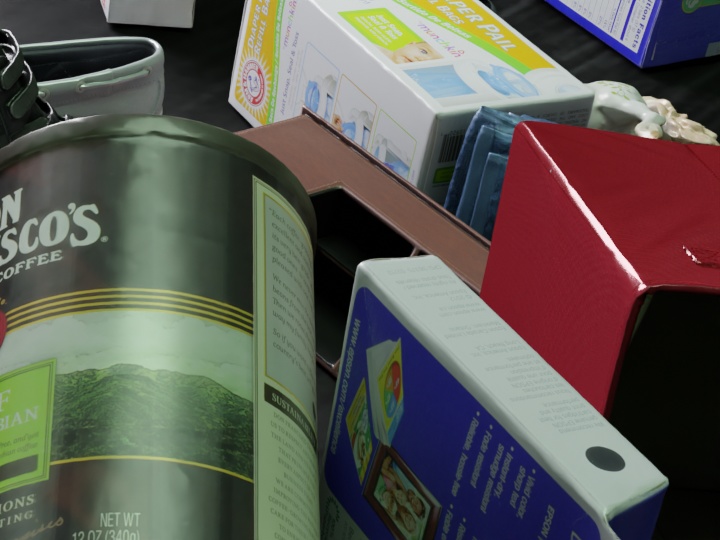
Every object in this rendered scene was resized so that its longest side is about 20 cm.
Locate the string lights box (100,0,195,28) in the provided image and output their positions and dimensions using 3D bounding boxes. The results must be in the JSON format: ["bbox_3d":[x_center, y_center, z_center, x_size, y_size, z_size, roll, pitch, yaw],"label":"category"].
[{"bbox_3d":[-0.146,-0.249,1.424,0.059,0.103,0.200,3,32,-18],"label":"string lights box"}]

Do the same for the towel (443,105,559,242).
[{"bbox_3d":[0.137,-0.003,1.117,0.200,0.112,0.049,21,24,13],"label":"towel"}]

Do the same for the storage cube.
[{"bbox_3d":[0.151,0.053,0.957,0.171,0.200,0.180,3,25,-15],"label":"storage cube"}]

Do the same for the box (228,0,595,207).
[{"bbox_3d":[0.024,-0.099,1.242,0.112,0.102,0.200,-10,37,-33],"label":"box"}]

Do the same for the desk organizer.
[{"bbox_3d":[0.000,0.000,1.102,0.077,0.072,0.200,-18,42,-38],"label":"desk organizer"}]

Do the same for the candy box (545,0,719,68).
[{"bbox_3d":[0.202,-0.229,1.552,0.169,0.077,0.200,-13,40,-37],"label":"candy box"}]

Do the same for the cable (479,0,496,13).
[{"bbox_3d":[0.012,-0.197,1.399,0.163,0.051,0.200,31,2,6],"label":"cable"}]

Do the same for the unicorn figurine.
[{"bbox_3d":[0.113,-0.098,1.319,0.200,0.074,0.137,18,27,-28],"label":"unicorn figurine"}]

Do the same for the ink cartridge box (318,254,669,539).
[{"bbox_3d":[0.048,0.128,0.784,0.043,0.199,0.200,-10,38,-29],"label":"ink cartridge box"}]

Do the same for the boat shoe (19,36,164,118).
[{"bbox_3d":[-0.200,-0.099,1.189,0.200,0.069,0.072,0,33,-22],"label":"boat shoe"}]

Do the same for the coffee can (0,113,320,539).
[{"bbox_3d":[-0.086,0.063,0.828,0.146,0.146,0.200,6,52,-12],"label":"coffee can"}]

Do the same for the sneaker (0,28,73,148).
[{"bbox_3d":[-0.163,-0.072,1.128,0.200,0.099,0.071,2,30,-21],"label":"sneaker"}]
